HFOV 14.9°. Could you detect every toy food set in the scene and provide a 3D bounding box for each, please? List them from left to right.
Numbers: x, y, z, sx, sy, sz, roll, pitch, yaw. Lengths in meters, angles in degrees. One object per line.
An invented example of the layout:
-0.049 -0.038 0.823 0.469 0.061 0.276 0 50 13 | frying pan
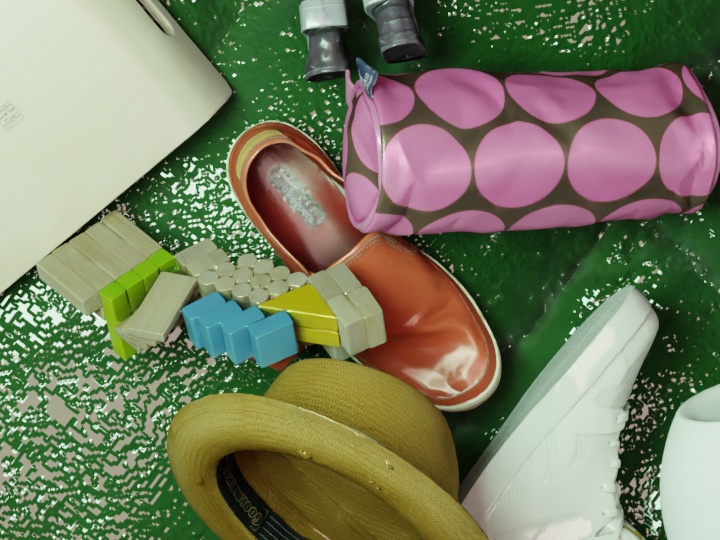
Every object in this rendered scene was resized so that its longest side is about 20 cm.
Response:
-0.192 -0.089 1.530 0.200 0.060 0.144 -39 100 6 | toy food set

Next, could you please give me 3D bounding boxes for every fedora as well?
-0.003 0.107 1.455 0.200 0.201 0.082 27 59 1 | fedora

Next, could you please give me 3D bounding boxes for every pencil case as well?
0.089 -0.071 1.484 0.199 0.094 0.091 -1 131 -13 | pencil case

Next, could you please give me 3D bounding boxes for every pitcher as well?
0.256 0.155 1.491 0.170 0.121 0.201 -16 102 -1 | pitcher

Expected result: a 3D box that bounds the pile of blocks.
-0.079 0.031 1.497 0.199 0.082 0.062 12 137 23 | pile of blocks

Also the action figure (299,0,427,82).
-0.017 -0.208 1.509 0.129 0.069 0.202 -10 89 10 | action figure

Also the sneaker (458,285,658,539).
0.130 0.115 1.518 0.115 0.074 0.201 34 103 -1 | sneaker

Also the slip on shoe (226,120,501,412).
0.000 0.000 1.519 0.074 0.061 0.200 -41 92 2 | slip on shoe
